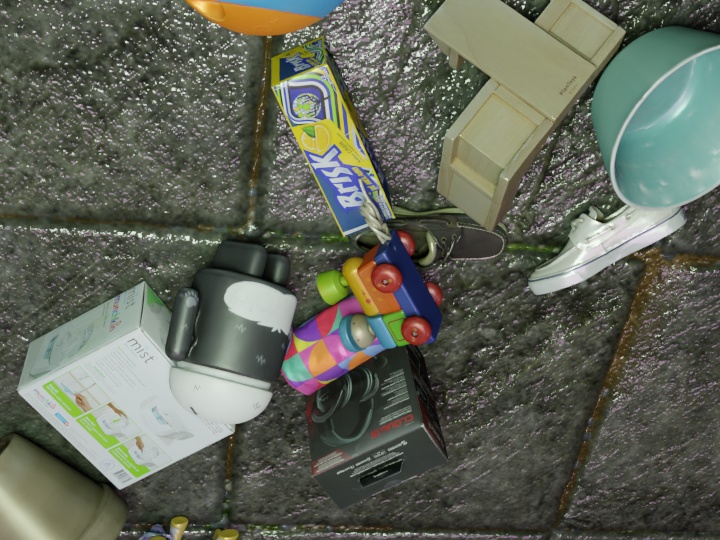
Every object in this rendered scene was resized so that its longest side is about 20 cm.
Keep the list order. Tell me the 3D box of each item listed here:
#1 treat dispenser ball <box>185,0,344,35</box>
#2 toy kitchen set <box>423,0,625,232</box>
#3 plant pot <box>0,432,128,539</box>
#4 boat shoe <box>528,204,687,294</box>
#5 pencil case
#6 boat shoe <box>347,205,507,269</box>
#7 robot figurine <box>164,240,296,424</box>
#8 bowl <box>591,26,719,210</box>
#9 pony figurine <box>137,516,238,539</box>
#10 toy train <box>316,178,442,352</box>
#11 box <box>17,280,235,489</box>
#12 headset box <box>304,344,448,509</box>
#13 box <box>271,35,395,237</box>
[{"bbox_3d":[-0.084,-0.307,0.900,0.199,0.202,0.202,-4,126,-5],"label":"treat dispenser ball"},{"bbox_3d":[0.142,-0.189,1.108,0.163,0.181,0.200,38,79,10],"label":"toy kitchen set"},{"bbox_3d":[-0.424,0.307,1.321,0.199,0.200,0.174,-34,105,16],"label":"plant pot"},{"bbox_3d":[0.280,-0.042,1.230,0.199,0.071,0.070,-29,97,17],"label":"boat shoe"},{"bbox_3d":[-0.008,0.070,1.256,0.199,0.089,0.088,-33,123,13],"label":"pencil case"},{"bbox_3d":[0.077,-0.032,1.202,0.198,0.065,0.074,3,126,-9],"label":"boat shoe"},{"bbox_3d":[-0.144,0.071,1.173,0.149,0.125,0.202,16,82,-13],"label":"robot figurine"},{"bbox_3d":[0.323,-0.174,1.092,0.199,0.105,0.202,-15,135,-15],"label":"bowl"},{"bbox_3d":[-0.261,0.452,1.468,0.191,0.167,0.202,-1,111,-16],"label":"pony figurine"},{"bbox_3d":[0.000,0.000,1.139,0.115,0.085,0.201,-19,115,26],"label":"toy train"},{"bbox_3d":[-0.276,0.143,1.261,0.175,0.097,0.201,-28,124,12],"label":"box"},{"bbox_3d":[0.015,0.181,1.263,0.148,0.201,0.077,-26,125,12],"label":"headset box"},{"bbox_3d":[-0.028,-0.138,1.109,0.064,0.070,0.201,-20,125,9],"label":"box"}]
